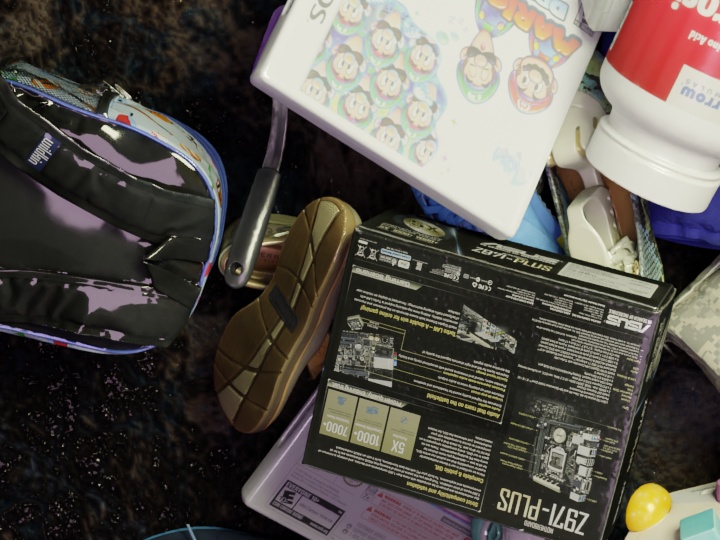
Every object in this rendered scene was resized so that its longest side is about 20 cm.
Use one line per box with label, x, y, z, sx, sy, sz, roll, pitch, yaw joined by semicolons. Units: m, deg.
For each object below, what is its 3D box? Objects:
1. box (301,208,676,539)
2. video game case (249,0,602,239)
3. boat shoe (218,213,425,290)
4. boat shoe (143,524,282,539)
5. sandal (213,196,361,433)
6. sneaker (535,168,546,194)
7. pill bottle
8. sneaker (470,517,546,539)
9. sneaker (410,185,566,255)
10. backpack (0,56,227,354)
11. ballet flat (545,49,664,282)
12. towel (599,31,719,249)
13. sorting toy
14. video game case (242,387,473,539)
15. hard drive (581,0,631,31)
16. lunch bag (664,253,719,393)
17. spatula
box;0.083;0.067;1.165;0.200;0.086;0.164;15;103;13
video game case;0.050;-0.146;1.157;0.200;0.024;0.182;31;72;-21
boat shoe;0.000;0.000;1.277;0.200;0.063;0.073;1;104;0
boat shoe;-0.087;0.225;1.329;0.200;0.069;0.084;-4;104;1
sandal;-0.040;0.036;1.236;0.054;0.080;0.200;6;128;-36
sneaker;0.050;-0.132;1.249;0.115;0.075;0.200;-16;104;18
pill bottle;0.217;-0.143;1.124;0.112;0.112;0.200;21;110;-5
sneaker;0.151;0.182;1.287;0.140;0.078;0.200;10;116;-22
sneaker;0.076;-0.033;1.218;0.066;0.078;0.200;-15;122;46
backpack;-0.186;-0.036;1.224;0.190;0.154;0.200;22;111;1
ballet flat;0.154;-0.057;1.209;0.074;0.074;0.200;-17;84;4
towel;0.227;-0.117;1.221;0.148;0.050;0.200;13;102;35
sorting toy;0.292;0.192;1.234;0.200;0.180;0.107;-8;92;-33
video game case;0.047;0.134;1.297;0.200;0.024;0.182;31;102;-24
hard drive;0.167;-0.264;1.128;0.026;0.132;0.200;1;145;-10
lunch bag;0.320;0.027;1.246;0.168;0.139;0.200;44;97;1
spatula;-0.059;-0.084;1.240;0.056;0.021;0.200;12;86;22
